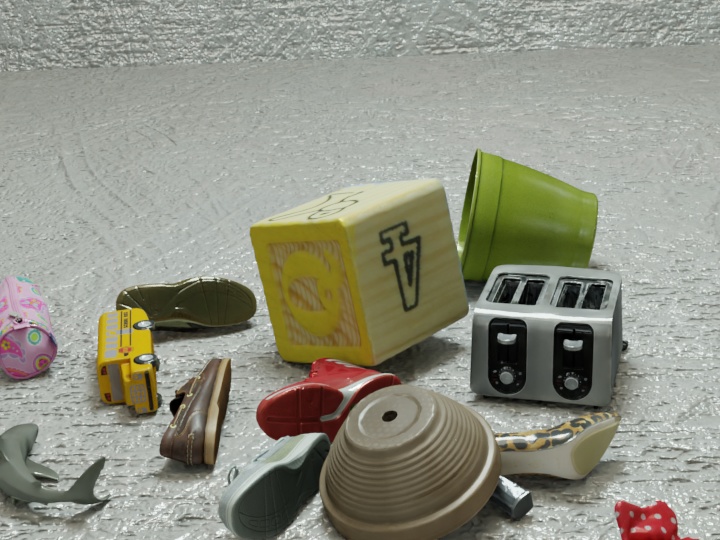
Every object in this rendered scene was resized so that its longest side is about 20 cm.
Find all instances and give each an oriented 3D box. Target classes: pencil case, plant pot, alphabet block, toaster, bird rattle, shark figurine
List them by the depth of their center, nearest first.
[{"bbox_3d":[0.317,0.288,1.169,0.161,0.114,0.200,7,8,-5],"label":"bird rattle"},{"bbox_3d":[0.042,0.187,1.353,0.199,0.093,0.202,-15,31,9],"label":"plant pot"},{"bbox_3d":[-0.377,0.211,1.431,0.127,0.090,0.214,-21,26,-34],"label":"shark figurine"},{"bbox_3d":[0.244,0.078,1.634,0.179,0.120,0.200,5,23,16],"label":"toaster"},{"bbox_3d":[0.000,0.000,1.707,0.199,0.198,0.194,-24,14,-41],"label":"alphabet block"},{"bbox_3d":[-0.471,0.075,1.779,0.087,0.088,0.200,-10,22,-16],"label":"pencil case"},{"bbox_3d":[0.251,-0.068,1.928,0.191,0.202,0.201,10,22,0],"label":"plant pot"}]

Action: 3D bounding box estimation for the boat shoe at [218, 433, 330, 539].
[{"bbox_3d":[-0.099,0.227,1.379,0.064,0.075,0.202,1,18,26],"label":"boat shoe"}]

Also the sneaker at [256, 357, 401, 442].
[{"bbox_3d":[-0.057,0.158,1.560,0.198,0.079,0.115,-3,10,-34],"label":"sneaker"}]

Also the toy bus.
[{"bbox_3d":[-0.302,0.117,1.676,0.077,0.066,0.200,-7,22,-8],"label":"toy bus"}]

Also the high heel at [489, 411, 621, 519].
[{"bbox_3d":[0.185,0.185,1.432,0.199,0.072,0.142,-29,39,-31],"label":"high heel"}]

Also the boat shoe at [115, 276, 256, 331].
[{"bbox_3d":[-0.250,0.051,1.830,0.199,0.073,0.066,-2,-13,-16],"label":"boat shoe"}]

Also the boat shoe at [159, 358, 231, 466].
[{"bbox_3d":[-0.196,0.163,1.542,0.070,0.071,0.200,2,22,2],"label":"boat shoe"}]
